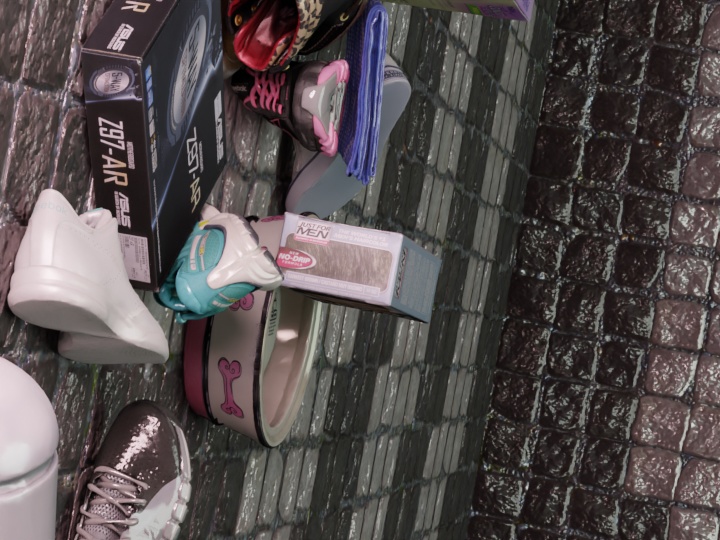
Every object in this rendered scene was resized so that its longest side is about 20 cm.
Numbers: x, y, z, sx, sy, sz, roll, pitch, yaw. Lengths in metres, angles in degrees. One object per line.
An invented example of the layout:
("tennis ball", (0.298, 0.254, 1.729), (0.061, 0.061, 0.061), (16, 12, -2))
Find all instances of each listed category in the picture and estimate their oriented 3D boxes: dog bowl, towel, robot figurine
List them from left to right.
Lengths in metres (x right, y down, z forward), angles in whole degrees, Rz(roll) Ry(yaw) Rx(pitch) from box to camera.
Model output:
("robot figurine", (-0.218, 0.126, 1.154), (0.170, 0.112, 0.201), (-51, 149, -64))
("dog bowl", (-0.089, 0.044, 1.822), (0.200, 0.073, 0.201), (10, 90, -78))
("towel", (-0.003, -0.156, 1.795), (0.200, 0.024, 0.145), (-119, -146, -77))

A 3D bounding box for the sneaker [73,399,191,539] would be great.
("sneaker", (-0.176, 0.187, 1.519), (0.115, 0.075, 0.201), (31, 70, -75))

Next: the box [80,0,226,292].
("box", (-0.140, -0.111, 1.511), (0.160, 0.043, 0.201), (-66, 162, -48))

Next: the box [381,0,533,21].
("box", (0.050, -0.292, 1.904), (0.176, 0.199, 0.097), (18, 82, -78))

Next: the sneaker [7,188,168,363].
("sneaker", (-0.171, 0.006, 1.417), (0.200, 0.075, 0.089), (61, 28, -70))

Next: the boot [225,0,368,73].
("boot", (-0.046, -0.204, 1.652), (0.151, 0.073, 0.200), (-48, -179, -38))

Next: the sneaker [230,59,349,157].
("sneaker", (-0.058, -0.139, 1.744), (0.200, 0.095, 0.079), (-118, -141, -85))

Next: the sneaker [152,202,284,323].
("sneaker", (-0.119, -0.002, 1.594), (0.078, 0.080, 0.200), (57, -11, -6))

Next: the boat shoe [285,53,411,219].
("boat shoe", (-0.027, -0.133, 1.972), (0.086, 0.074, 0.202), (60, -38, 28))

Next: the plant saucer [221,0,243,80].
("plant saucer", (-0.099, -0.232, 1.651), (0.200, 0.032, 0.201), (11, 90, -80))

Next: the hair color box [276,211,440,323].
("hair color box", (0.000, 0.000, 1.789), (0.200, 0.099, 0.061), (29, 72, -78))
